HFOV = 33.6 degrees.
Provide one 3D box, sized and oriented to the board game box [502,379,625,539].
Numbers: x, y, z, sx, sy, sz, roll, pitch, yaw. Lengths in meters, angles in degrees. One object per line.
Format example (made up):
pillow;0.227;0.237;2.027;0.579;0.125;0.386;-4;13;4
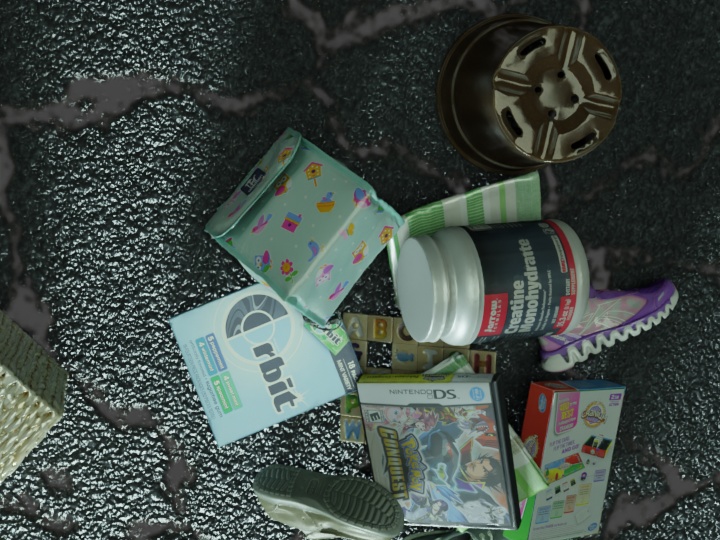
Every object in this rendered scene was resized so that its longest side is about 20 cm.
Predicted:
board game box;0.261;0.242;1.520;0.152;0.040;0.202;4;99;-43

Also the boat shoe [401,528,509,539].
boat shoe;0.147;0.361;1.549;0.198;0.062;0.073;-11;99;-6

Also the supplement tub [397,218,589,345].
supplement tub;0.156;0.014;1.415;0.198;0.140;0.142;-5;99;-18

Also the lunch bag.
lunch bag;-0.078;-0.063;1.409;0.200;0.122;0.171;40;91;32

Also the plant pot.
plant pot;0.203;-0.207;1.406;0.199;0.198;0.202;-1;98;-7

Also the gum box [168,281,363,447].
gum box;-0.114;0.100;1.476;0.199;0.045;0.171;-21;94;-5

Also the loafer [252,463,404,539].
loafer;-0.038;0.298;1.492;0.199;0.075;0.070;14;132;20

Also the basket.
basket;-0.454;0.156;1.372;0.161;0.198;0.200;41;91;-15

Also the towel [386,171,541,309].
towel;0.131;-0.033;1.474;0.199;0.023;0.153;-17;132;-6

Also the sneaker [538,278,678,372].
sneaker;0.307;0.051;1.522;0.199;0.080;0.089;-26;93;-2

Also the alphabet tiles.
alphabet tiles;0.070;0.142;1.494;0.198;0.008;0.169;4;98;17

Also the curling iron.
curling iron;0.000;0.000;1.463;0.049;0.026;0.200;31;63;20

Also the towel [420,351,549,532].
towel;0.122;0.212;1.468;0.149;0.031;0.201;-33;95;29

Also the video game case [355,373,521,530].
video game case;0.095;0.220;1.450;0.179;0.026;0.201;-2;109;22
